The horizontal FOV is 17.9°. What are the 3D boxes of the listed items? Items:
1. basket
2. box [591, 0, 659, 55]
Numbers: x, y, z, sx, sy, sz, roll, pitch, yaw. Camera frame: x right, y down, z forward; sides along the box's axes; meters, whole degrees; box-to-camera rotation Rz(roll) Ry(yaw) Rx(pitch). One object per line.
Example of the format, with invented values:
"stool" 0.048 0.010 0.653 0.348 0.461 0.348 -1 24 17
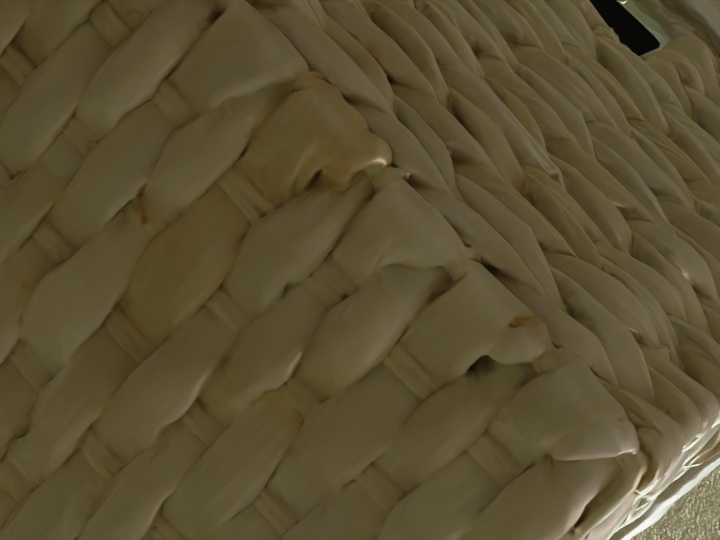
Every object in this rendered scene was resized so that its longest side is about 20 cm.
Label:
"basket" -0.034 0.002 0.468 0.200 0.198 0.161 -45 171 31
"box" 0.176 -0.174 1.154 0.197 0.117 0.200 -43 177 -1
